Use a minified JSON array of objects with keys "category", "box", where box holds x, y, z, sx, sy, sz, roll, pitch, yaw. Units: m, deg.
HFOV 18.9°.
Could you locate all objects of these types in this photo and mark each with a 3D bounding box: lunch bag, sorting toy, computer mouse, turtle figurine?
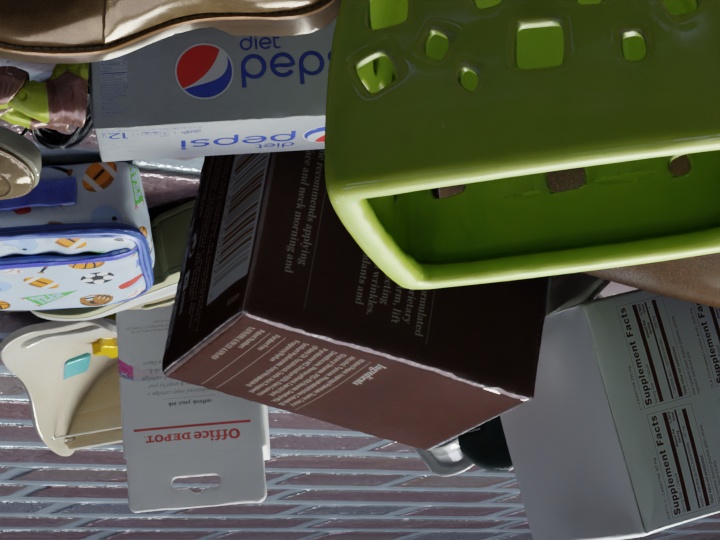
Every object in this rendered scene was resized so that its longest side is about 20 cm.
[{"category":"lunch bag","box":[-0.245,-0.023,1.505,0.199,0.076,0.160,-5,164,-3]},{"category":"sorting toy","box":[-0.218,0.081,1.891,0.199,0.107,0.180,-11,157,24]},{"category":"computer mouse","box":[-0.232,-0.084,1.364,0.199,0.034,0.059,-21,140,34]},{"category":"turtle figurine","box":[-0.236,-0.101,1.210,0.160,0.065,0.200,0,165,-19]}]

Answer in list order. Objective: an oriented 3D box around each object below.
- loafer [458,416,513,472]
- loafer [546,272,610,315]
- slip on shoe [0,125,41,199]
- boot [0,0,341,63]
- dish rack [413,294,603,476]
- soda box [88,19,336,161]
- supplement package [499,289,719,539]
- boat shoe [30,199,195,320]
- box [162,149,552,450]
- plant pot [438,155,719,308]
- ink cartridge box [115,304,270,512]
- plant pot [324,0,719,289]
[{"category":"loafer","box":[0.127,0.047,1.586,0.073,0.201,0.072,26,-168,12]},{"category":"loafer","box":[0.116,0.038,1.521,0.200,0.070,0.070,-37,-156,8]},{"category":"slip on shoe","box":[-0.295,-0.058,1.316,0.199,0.061,0.076,8,148,-18]},{"category":"boot","box":[-0.108,-0.154,1.075,0.199,0.074,0.076,-8,148,-4]},{"category":"dish rack","box":[0.110,0.069,1.774,0.200,0.044,0.172,-38,-152,-1]},{"category":"soda box","box":[-0.055,-0.107,1.250,0.199,0.064,0.068,-4,166,-4]},{"category":"supplement package","box":[0.215,0.082,1.404,0.199,0.148,0.191,-13,175,-17]},{"category":"boat shoe","box":[-0.163,0.000,1.616,0.199,0.075,0.068,-12,159,23]},{"category":"box","box":[0.000,0.000,1.393,0.199,0.167,0.164,18,157,-18]},{"category":"plant pot","box":[0.149,-0.071,1.273,0.199,0.188,0.187,3,167,10]},{"category":"ink cartridge box","box":[-0.134,0.095,1.742,0.114,0.201,0.068,-4,166,0]},{"category":"plant pot","box":[0.089,-0.108,1.052,0.198,0.183,0.200,-7,166,10]}]
